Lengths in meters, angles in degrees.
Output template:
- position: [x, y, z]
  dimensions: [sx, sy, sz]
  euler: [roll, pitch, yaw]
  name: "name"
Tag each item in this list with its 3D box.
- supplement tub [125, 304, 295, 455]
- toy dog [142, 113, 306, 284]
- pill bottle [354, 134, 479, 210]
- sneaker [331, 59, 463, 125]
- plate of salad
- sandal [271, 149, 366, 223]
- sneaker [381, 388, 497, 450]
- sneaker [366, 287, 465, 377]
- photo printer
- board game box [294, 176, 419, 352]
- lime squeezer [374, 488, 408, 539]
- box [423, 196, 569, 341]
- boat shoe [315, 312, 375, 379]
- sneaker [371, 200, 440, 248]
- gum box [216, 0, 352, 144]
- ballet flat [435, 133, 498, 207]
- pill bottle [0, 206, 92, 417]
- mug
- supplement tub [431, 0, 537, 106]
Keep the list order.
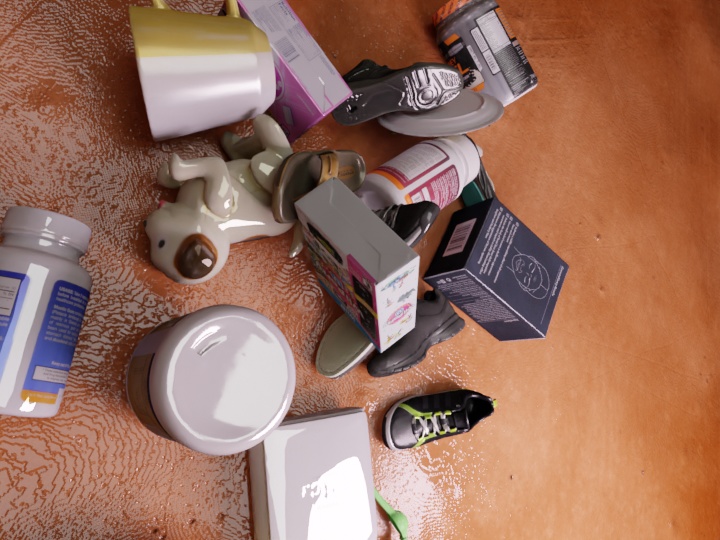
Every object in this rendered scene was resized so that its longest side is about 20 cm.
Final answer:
- position: [-0.172, 0.117, 0.608]
  dimensions: [0.144, 0.200, 0.145]
  euler: [6, 78, -31]
  name: "supplement tub"
- position: [-0.177, -0.068, 0.696]
  dimensions: [0.200, 0.139, 0.194]
  euler: [-45, 123, -28]
  name: "toy dog"
- position: [0.092, -0.137, 0.874]
  dimensions: [0.200, 0.110, 0.110]
  euler: [-35, 100, -32]
  name: "pill bottle"
- position: [0.053, -0.287, 0.851]
  dimensions: [0.114, 0.199, 0.076]
  euler: [-90, 165, -47]
  name: "sneaker"
- position: [0.126, -0.245, 0.887]
  dimensions: [0.200, 0.200, 0.048]
  euler: [-32, 133, -32]
  name: "plate of salad"
- position: [-0.041, -0.113, 0.705]
  dimensions: [0.200, 0.054, 0.080]
  euler: [-30, 124, -52]
  name: "sandal"
- position: [0.124, 0.217, 0.843]
  dimensions: [0.200, 0.083, 0.072]
  euler: [-12, 87, -33]
  name: "sneaker"
- position: [0.073, 0.094, 0.849]
  dimensions: [0.200, 0.076, 0.091]
  euler: [-30, 91, -41]
  name: "sneaker"
- position: [-0.061, 0.289, 0.723]
  dimensions: [0.166, 0.069, 0.200]
  euler: [0, 81, -32]
  name: "photo printer"
- position: [0.000, 0.000, 0.696]
  dimensions: [0.064, 0.200, 0.148]
  euler: [-37, 65, -14]
  name: "board game box"
- position: [0.036, 0.385, 0.784]
  dimensions: [0.071, 0.038, 0.200]
  euler: [3, 80, -31]
  name: "lime squeezer"
- position: [0.231, 0.003, 0.934]
  dimensions: [0.200, 0.107, 0.149]
  euler: [38, 63, -20]
  name: "box"
- position: [0.012, 0.079, 0.807]
  dimensions: [0.201, 0.072, 0.061]
  euler: [-53, 147, -19]
  name: "boat shoe"
- position: [0.013, -0.067, 0.764]
  dimensions: [0.115, 0.200, 0.075]
  euler: [41, 57, -10]
  name: "sneaker"
- position: [-0.118, -0.289, 0.768]
  dimensions: [0.066, 0.113, 0.200]
  euler: [-46, 106, -30]
  name: "gum box"
- position: [0.190, -0.173, 0.973]
  dimensions: [0.068, 0.068, 0.200]
  euler: [-42, 114, -41]
  name: "ballet flat"
- position: [-0.344, 0.042, 0.569]
  dimensions: [0.112, 0.112, 0.200]
  euler: [17, 72, -28]
  name: "pill bottle"
- position: [-0.184, -0.251, 0.659]
  dimensions: [0.153, 0.187, 0.150]
  euler: [-10, 56, -16]
  name: "mug"
- position: [0.217, -0.387, 0.989]
  dimensions: [0.122, 0.122, 0.200]
  euler: [-37, 100, -31]
  name: "supplement tub"
